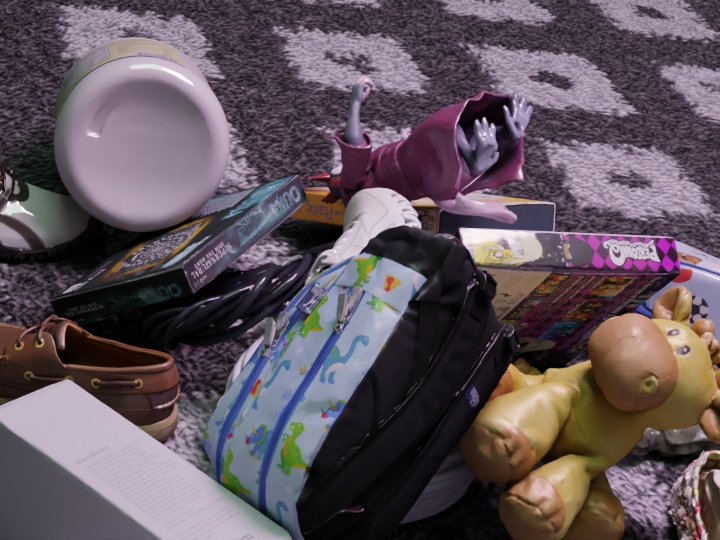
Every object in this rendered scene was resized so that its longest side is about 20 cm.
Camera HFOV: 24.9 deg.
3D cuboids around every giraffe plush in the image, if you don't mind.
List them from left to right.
[{"bbox_3d":[0.178,0.094,1.145,0.200,0.162,0.173,-6,64,-61],"label":"giraffe plush"}]

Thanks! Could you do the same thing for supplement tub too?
[{"bbox_3d":[-0.193,-0.124,1.410,0.144,0.146,0.200,6,13,-12],"label":"supplement tub"}]

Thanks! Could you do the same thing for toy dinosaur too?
[{"bbox_3d":[0.275,0.116,1.317,0.199,0.048,0.088,3,45,-18],"label":"toy dinosaur"}]

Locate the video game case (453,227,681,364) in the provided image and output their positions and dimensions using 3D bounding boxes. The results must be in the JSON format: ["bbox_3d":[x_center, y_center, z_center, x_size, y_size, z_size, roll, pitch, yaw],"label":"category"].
[{"bbox_3d":[0.123,0.025,1.274,0.181,0.200,0.036,2,66,-19],"label":"video game case"}]

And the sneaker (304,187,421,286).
[{"bbox_3d":[0.000,0.000,1.202,0.081,0.075,0.200,18,34,-17],"label":"sneaker"}]

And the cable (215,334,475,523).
[{"bbox_3d":[-0.002,0.109,1.191,0.199,0.069,0.200,15,28,2],"label":"cable"}]

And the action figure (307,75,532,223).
[{"bbox_3d":[0.046,-0.077,1.320,0.134,0.200,0.149,17,60,-50],"label":"action figure"}]

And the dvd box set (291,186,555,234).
[{"bbox_3d":[0.051,-0.053,1.445,0.146,0.030,0.200,-5,11,-41],"label":"dvd box set"}]

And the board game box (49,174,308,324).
[{"bbox_3d":[-0.143,-0.018,1.322,0.135,0.028,0.200,-13,17,31],"label":"board game box"}]

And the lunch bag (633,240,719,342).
[{"bbox_3d":[0.335,0.036,1.430,0.200,0.076,0.160,25,10,17],"label":"lunch bag"}]

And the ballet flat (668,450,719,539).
[{"bbox_3d":[0.263,0.198,1.149,0.075,0.064,0.200,7,30,-13],"label":"ballet flat"}]

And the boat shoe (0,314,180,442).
[{"bbox_3d":[-0.223,0.063,1.179,0.199,0.068,0.072,16,29,5],"label":"boat shoe"}]

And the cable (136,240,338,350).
[{"bbox_3d":[-0.097,0.016,1.274,0.163,0.051,0.200,-3,13,35],"label":"cable"}]

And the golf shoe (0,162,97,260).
[{"bbox_3d":[-0.313,-0.066,1.344,0.199,0.095,0.078,4,29,-19],"label":"golf shoe"}]

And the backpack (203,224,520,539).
[{"bbox_3d":[-0.004,0.088,1.033,0.153,0.163,0.200,10,63,26],"label":"backpack"}]

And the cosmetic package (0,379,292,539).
[{"bbox_3d":[-0.145,0.162,1.008,0.200,0.102,0.074,32,34,28],"label":"cosmetic package"}]
